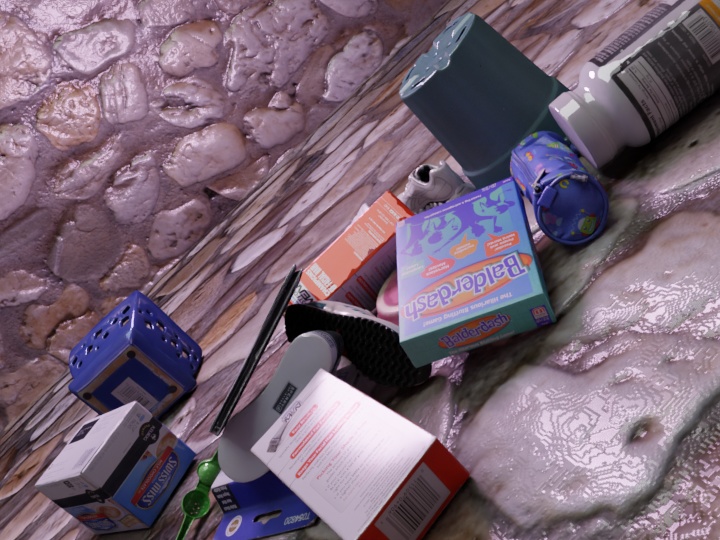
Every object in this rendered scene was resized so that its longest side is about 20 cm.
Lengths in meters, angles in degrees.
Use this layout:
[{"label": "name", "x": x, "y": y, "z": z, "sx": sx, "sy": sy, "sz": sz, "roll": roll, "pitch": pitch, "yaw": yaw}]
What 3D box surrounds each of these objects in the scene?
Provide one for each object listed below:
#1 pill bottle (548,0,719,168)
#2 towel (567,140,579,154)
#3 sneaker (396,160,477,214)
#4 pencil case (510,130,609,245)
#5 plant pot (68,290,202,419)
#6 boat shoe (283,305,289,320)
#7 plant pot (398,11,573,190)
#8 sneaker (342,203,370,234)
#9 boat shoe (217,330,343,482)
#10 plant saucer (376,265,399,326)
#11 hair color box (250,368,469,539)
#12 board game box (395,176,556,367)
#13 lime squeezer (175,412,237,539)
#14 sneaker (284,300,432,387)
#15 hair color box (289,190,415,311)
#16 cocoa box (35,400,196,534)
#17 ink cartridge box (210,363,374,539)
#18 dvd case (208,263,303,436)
[{"label": "pill bottle", "x": 0.321, "y": -0.214, "z": 0.807, "sx": 0.199, "sy": 0.116, "sz": 0.117, "roll": -38, "pitch": 18, "yaw": 14}, {"label": "towel", "x": 0.288, "y": -0.205, "z": 1.027, "sx": 0.145, "sy": 0.024, "sz": 0.200, "roll": -50, "pitch": 17, "yaw": -13}, {"label": "sneaker", "x": 0.105, "y": -0.131, "z": 1.150, "sx": 0.075, "sy": 0.081, "sz": 0.200, "roll": -51, "pitch": 18, "yaw": -19}, {"label": "pencil case", "x": 0.220, "y": -0.100, "z": 0.819, "sx": 0.078, "sy": 0.086, "sz": 0.200, "roll": -58, "pitch": 10, "yaw": 23}, {"label": "plant pot", "x": -0.440, "y": 0.196, "z": 1.404, "sx": 0.200, "sy": 0.200, "sz": 0.180, "roll": -41, "pitch": 25, "yaw": 3}, {"label": "boat shoe", "x": -0.038, "y": 0.034, "z": 1.099, "sx": 0.199, "sy": 0.066, "sz": 0.074, "roll": -38, "pitch": 18, "yaw": 16}, {"label": "plant pot", "x": 0.171, "y": -0.233, "z": 0.997, "sx": 0.200, "sy": 0.196, "sz": 0.201, "roll": -44, "pitch": 20, "yaw": 21}, {"label": "sneaker", "x": 0.009, "y": -0.047, "z": 1.196, "sx": 0.100, "sy": 0.078, "sz": 0.200, "roll": -48, "pitch": 8, "yaw": 6}, {"label": "boat shoe", "x": -0.085, "y": 0.149, "z": 0.800, "sx": 0.201, "sy": 0.071, "sz": 0.068, "roll": -58, "pitch": -15, "yaw": 12}, {"label": "plant saucer", "x": 0.091, "y": 0.015, "z": 0.891, "sx": 0.200, "sy": 0.051, "sz": 0.201, "roll": -39, "pitch": 19, "yaw": 16}, {"label": "hair color box", "x": -0.008, "y": 0.176, "z": 0.659, "sx": 0.111, "sy": 0.064, "sz": 0.199, "roll": -48, "pitch": 31, "yaw": -15}, {"label": "board game box", "x": 0.115, "y": -0.004, "z": 0.773, "sx": 0.151, "sy": 0.045, "sz": 0.201, "roll": -21, "pitch": 37, "yaw": 17}, {"label": "lime squeezer", "x": -0.200, "y": 0.271, "z": 0.901, "sx": 0.071, "sy": 0.037, "sz": 0.201, "roll": 75, "pitch": -141, "yaw": -73}, {"label": "sneaker", "x": 0.010, "y": 0.074, "z": 0.836, "sx": 0.198, "sy": 0.071, "sz": 0.093, "roll": 15, "pitch": 18, "yaw": 34}, {"label": "hair color box", "x": 0.000, "y": 0.000, "z": 0.983, "sx": 0.200, "sy": 0.111, "sz": 0.064, "roll": -44, "pitch": 60, "yaw": -2}, {"label": "cocoa box", "x": -0.373, "y": 0.305, "z": 1.094, "sx": 0.199, "sy": 0.131, "sz": 0.134, "roll": -25, "pitch": 25, "yaw": 44}, {"label": "ink cartridge box", "x": -0.090, "y": 0.214, "z": 0.840, "sx": 0.199, "sy": 0.041, "sz": 0.201, "roll": -29, "pitch": 23, "yaw": 38}, {"label": "dvd case", "x": -0.121, "y": 0.092, "z": 0.841, "sx": 0.201, "sy": 0.016, "sz": 0.149, "roll": -63, "pitch": 3, "yaw": -10}]
